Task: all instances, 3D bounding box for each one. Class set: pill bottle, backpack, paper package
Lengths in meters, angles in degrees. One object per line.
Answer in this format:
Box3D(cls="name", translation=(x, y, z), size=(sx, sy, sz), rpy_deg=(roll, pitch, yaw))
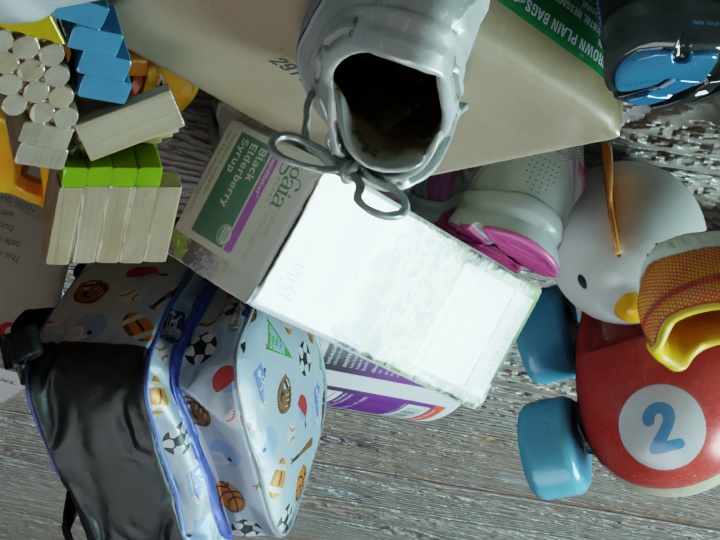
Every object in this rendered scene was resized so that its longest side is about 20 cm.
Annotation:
Box3D(cls="pill bottle", translation=(-0.016, 0.035, 1.176), size=(0.199, 0.113, 0.112), rpy_deg=(14, 162, -39))
Box3D(cls="backpack", translation=(-0.102, 0.058, 0.996), size=(0.153, 0.191, 0.201), rpy_deg=(-2, 128, 7))
Box3D(cls="paper package", translation=(0.000, -0.131, 0.779), size=(0.199, 0.104, 0.190), rpy_deg=(28, 160, -33))

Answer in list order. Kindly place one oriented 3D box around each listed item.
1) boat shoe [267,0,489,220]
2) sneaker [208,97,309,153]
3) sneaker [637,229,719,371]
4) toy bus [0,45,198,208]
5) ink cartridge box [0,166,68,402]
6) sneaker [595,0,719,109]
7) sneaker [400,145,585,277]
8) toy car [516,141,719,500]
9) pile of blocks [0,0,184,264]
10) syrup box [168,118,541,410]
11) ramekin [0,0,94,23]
Box3D(cls="boat shoe", translation=(0.008, -0.062, 0.665), size=(0.074, 0.087, 0.202), rpy_deg=(18, 166, -6))
Box3D(cls="sneaker", translation=(-0.054, -0.073, 1.048), size=(0.075, 0.087, 0.200), rpy_deg=(-32, 177, -7))
Box3D(cls="sneaker", translation=(0.240, 0.006, 0.897), size=(0.199, 0.078, 0.073), rpy_deg=(-21, 143, 30))
Box3D(cls="toy bus", translation=(-0.178, -0.090, 0.878), size=(0.199, 0.193, 0.136), rpy_deg=(11, 157, -5))
Box3D(cls="ink cartridge box", translation=(-0.240, -0.041, 1.014), size=(0.145, 0.201, 0.084), rpy_deg=(19, 158, -20))
Box3D(cls="sneaker", translation=(0.184, -0.113, 0.756), size=(0.199, 0.082, 0.073), rpy_deg=(5, 157, -37))
Box3D(cls="sneaker", translation=(0.085, -0.052, 0.999), size=(0.081, 0.089, 0.200), rpy_deg=(26, 179, -14))
Box3D(cls="toy car", translation=(0.164, 0.015, 1.024), size=(0.183, 0.178, 0.200), rpy_deg=(-13, 136, 17))
Box3D(cls="pile of blocks", translation=(-0.129, -0.089, 0.773), size=(0.082, 0.062, 0.201), rpy_deg=(-18, 135, -4))
Box3D(cls="syrup box", translation=(0.000, 0.000, 0.919), size=(0.081, 0.079, 0.200), rpy_deg=(29, -179, 44))
Box3D(cls="ramekin", translation=(-0.090, -0.187, 0.596), size=(0.094, 0.204, 0.203), rpy_deg=(-3, 157, 5))
